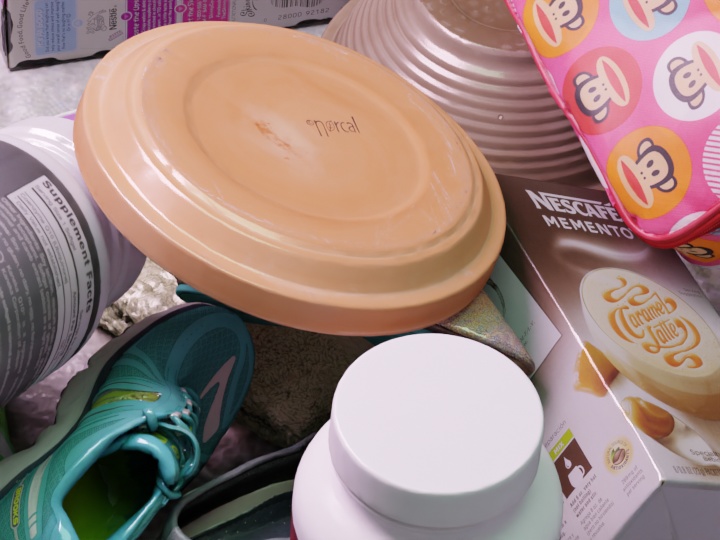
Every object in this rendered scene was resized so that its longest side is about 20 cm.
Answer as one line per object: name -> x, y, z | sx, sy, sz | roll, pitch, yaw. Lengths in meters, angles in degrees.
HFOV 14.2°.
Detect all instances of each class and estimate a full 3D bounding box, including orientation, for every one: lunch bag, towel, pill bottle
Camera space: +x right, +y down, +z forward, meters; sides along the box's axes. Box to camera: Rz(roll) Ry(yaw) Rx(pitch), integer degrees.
lunch bag -> 0.176, -0.119, 1.367 | 0.176, 0.082, 0.200 | -37, 61, 21
towel -> -0.059, -0.002, 1.433 | 0.200, 0.036, 0.148 | 36, 55, 26
pill bottle -> 0.026, 0.123, 1.211 | 0.113, 0.200, 0.113 | 2, 47, -3
pill bottle -> -0.179, 0.006, 1.236 | 0.116, 0.116, 0.200 | 23, 27, 17

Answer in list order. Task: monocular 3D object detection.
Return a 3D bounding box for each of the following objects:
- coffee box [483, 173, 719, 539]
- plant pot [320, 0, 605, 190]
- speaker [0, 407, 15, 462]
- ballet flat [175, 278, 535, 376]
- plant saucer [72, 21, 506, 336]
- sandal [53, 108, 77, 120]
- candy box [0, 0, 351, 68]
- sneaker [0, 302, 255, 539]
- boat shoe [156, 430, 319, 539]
coffee box -> 0.114, 0.053, 1.340 | 0.114, 0.080, 0.200 | 7, 39, -39
plant pot -> 0.075, -0.115, 1.511 | 0.201, 0.093, 0.201 | 3, 46, -3
speaker -> -0.211, 0.039, 1.349 | 0.088, 0.088, 0.200 | -6, 48, -10
ballet flat -> 0.000, 0.000, 1.331 | 0.200, 0.068, 0.067 | 14, 73, 30
plant saucer -> -0.028, -0.050, 1.286 | 0.200, 0.032, 0.200 | 16, 37, -12
sandal -> -0.099, -0.072, 1.441 | 0.203, 0.050, 0.082 | -14, 45, -12
candy box -> -0.112, -0.191, 1.587 | 0.200, 0.061, 0.136 | -11, 49, -13
sneaker -> -0.098, 0.084, 1.285 | 0.080, 0.078, 0.200 | -17, 23, 41
boat shoe -> -0.005, 0.105, 1.319 | 0.200, 0.062, 0.073 | -20, 52, -21
